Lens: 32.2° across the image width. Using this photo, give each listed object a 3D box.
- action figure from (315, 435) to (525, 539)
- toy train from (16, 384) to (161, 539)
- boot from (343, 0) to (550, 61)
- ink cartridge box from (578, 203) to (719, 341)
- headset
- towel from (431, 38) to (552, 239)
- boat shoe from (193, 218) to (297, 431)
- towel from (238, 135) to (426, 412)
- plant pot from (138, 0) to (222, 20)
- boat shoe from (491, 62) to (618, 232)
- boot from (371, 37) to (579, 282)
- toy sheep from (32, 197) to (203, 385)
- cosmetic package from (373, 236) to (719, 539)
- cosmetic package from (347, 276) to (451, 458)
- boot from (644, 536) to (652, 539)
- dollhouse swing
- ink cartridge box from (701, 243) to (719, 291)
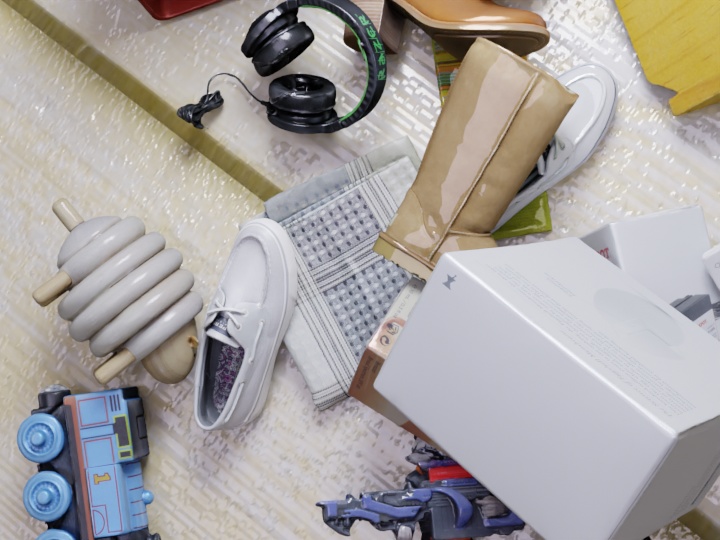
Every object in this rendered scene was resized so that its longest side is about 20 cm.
[{"bbox_3d":[0.048,0.235,1.100,0.199,0.105,0.195,7,83,-14],"label":"action figure"},{"bbox_3d":[-0.251,0.203,1.167,0.113,0.087,0.201,-9,86,4],"label":"toy train"},{"bbox_3d":[0.083,-0.272,1.118,0.199,0.074,0.156,8,78,19],"label":"boot"},{"bbox_3d":[0.243,0.059,1.038,0.083,0.145,0.201,-11,85,-8],"label":"ink cartridge box"},{"bbox_3d":[-0.073,-0.175,1.133,0.199,0.094,0.124,-11,106,36],"label":"headset"},{"bbox_3d":[0.120,-0.129,1.143,0.085,0.018,0.201,-9,86,11],"label":"towel"},{"bbox_3d":[-0.113,0.052,1.131,0.072,0.068,0.201,25,109,22],"label":"boat shoe"},{"bbox_3d":[0.000,0.000,1.152,0.192,0.035,0.201,-27,82,9],"label":"towel"},{"bbox_3d":[-0.146,-0.374,1.128,0.199,0.200,0.177,-17,72,10],"label":"plant pot"},{"bbox_3d":[0.156,-0.103,1.098,0.073,0.067,0.200,40,92,6],"label":"boat shoe"},{"bbox_3d":[0.124,-0.065,1.039,0.174,0.066,0.201,29,96,-3],"label":"boot"},{"bbox_3d":[-0.221,0.019,1.145,0.138,0.138,0.200,-35,98,7],"label":"toy sheep"},{"bbox_3d":[0.155,0.084,0.886,0.199,0.199,0.123,40,114,27],"label":"cosmetic package"},{"bbox_3d":[0.099,0.107,1.061,0.199,0.104,0.087,30,59,7],"label":"cosmetic package"},{"bbox_3d":[0.179,0.275,1.024,0.073,0.204,0.155,18,95,2],"label":"boot"},{"bbox_3d":[0.348,-0.270,1.098,0.181,0.175,0.201,-29,80,50],"label":"dollhouse swing"},{"bbox_3d":[0.379,0.031,1.004,0.045,0.199,0.177,-35,80,47],"label":"ink cartridge box"}]
